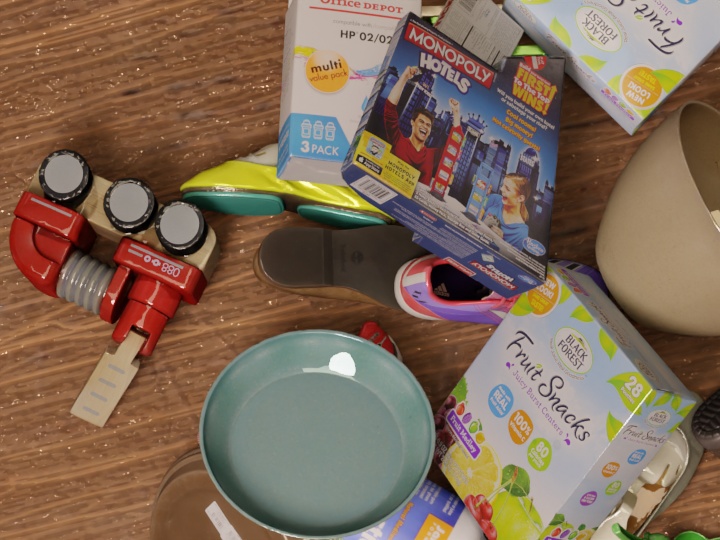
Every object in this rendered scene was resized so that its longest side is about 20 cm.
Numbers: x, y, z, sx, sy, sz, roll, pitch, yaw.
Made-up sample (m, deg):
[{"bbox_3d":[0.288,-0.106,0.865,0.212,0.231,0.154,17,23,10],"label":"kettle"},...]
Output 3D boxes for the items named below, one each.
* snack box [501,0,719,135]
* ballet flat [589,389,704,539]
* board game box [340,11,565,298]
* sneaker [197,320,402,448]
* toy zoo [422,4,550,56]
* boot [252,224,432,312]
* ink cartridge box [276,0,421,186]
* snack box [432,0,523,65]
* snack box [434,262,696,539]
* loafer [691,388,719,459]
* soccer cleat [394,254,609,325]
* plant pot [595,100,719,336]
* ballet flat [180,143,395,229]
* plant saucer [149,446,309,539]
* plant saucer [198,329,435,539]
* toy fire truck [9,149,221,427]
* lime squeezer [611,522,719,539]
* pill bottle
[{"bbox_3d":[0.252,-0.251,1.548,0.169,0.068,0.200,44,84,6],"label":"snack box"},{"bbox_3d":[0.243,0.193,1.530,0.067,0.064,0.201,35,89,6],"label":"ballet flat"},{"bbox_3d":[0.090,-0.115,1.463,0.199,0.062,0.202,31,62,-20],"label":"board game box"},{"bbox_3d":[-0.059,0.106,1.562,0.198,0.077,0.086,-24,79,-8],"label":"sneaker"},{"bbox_3d":[0.110,-0.139,1.585,0.129,0.020,0.203,0,86,5],"label":"toy zoo"},{"bbox_3d":[0.000,0.000,1.568,0.197,0.075,0.075,8,76,-13],"label":"boot"},{"bbox_3d":[-0.009,-0.179,1.543,0.114,0.068,0.203,5,74,-11],"label":"ink cartridge box"},{"bbox_3d":[0.072,-0.155,1.513,0.072,0.024,0.201,39,62,-18],"label":"snack box"},{"bbox_3d":[0.160,0.125,1.467,0.201,0.067,0.169,-55,45,19],"label":"snack box"},{"bbox_3d":[0.380,0.102,1.532,0.199,0.073,0.071,-35,118,0],"label":"loafer"},{"bbox_3d":[0.131,0.018,1.527,0.197,0.073,0.069,4,83,-15],"label":"soccer cleat"},{"bbox_3d":[0.279,-0.024,1.495,0.134,0.200,0.202,-33,84,30],"label":"plant pot"},{"bbox_3d":[-0.061,-0.078,1.577,0.197,0.067,0.068,8,74,-1],"label":"ballet flat"},{"bbox_3d":[-0.112,0.251,1.517,0.198,0.029,0.203,11,109,35],"label":"plant saucer"},{"bbox_3d":[-0.036,0.143,1.473,0.197,0.036,0.202,2,54,-2],"label":"plant saucer"},{"bbox_3d":[-0.236,0.022,1.564,0.174,0.129,0.202,23,78,6],"label":"toy fire truck"},{"bbox_3d":[0.278,0.239,1.510,0.198,0.070,0.038,5,71,-31],"label":"lime squeezer"},{"bbox_3d":[0.039,0.234,1.520,0.199,0.112,0.113,29,89,7],"label":"pill bottle"}]
